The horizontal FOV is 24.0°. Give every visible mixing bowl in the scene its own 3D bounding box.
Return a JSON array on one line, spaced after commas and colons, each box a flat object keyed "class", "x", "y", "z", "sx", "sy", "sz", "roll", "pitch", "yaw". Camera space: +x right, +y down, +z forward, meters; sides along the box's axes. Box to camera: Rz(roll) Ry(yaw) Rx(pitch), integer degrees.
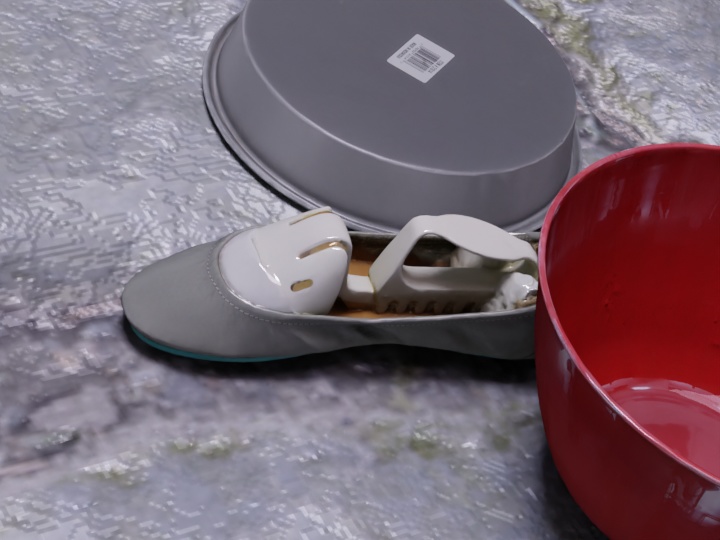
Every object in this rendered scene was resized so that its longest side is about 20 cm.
[{"class": "mixing bowl", "x": 0.150, "y": 0.054, "z": 0.685, "sx": 0.199, "sy": 0.109, "sz": 0.201, "roll": 10, "pitch": 44, "yaw": -10}]

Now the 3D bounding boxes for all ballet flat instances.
[{"class": "ballet flat", "x": 0.000, "y": 0.000, "z": 0.718, "sx": 0.199, "sy": 0.064, "sz": 0.068, "roll": 3, "pitch": 44, "yaw": -18}]

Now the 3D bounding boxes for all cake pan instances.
[{"class": "cake pan", "x": 0.022, "y": -0.093, "z": 0.846, "sx": 0.199, "sy": 0.037, "sz": 0.201, "roll": 11, "pitch": 42, "yaw": -10}]
